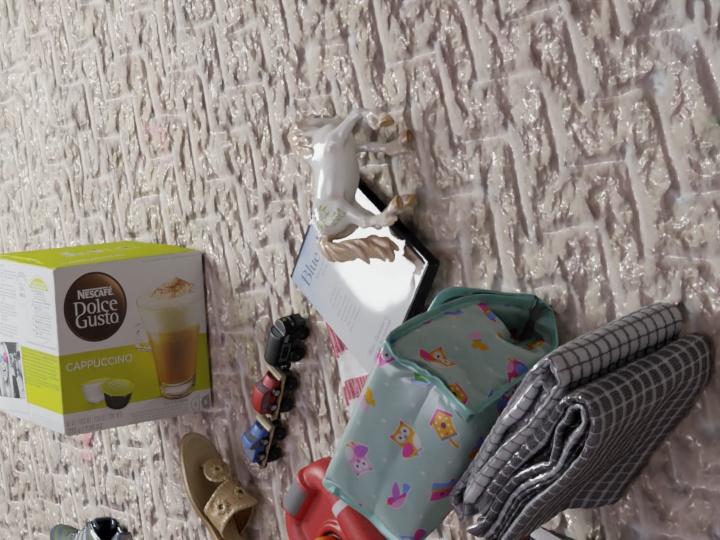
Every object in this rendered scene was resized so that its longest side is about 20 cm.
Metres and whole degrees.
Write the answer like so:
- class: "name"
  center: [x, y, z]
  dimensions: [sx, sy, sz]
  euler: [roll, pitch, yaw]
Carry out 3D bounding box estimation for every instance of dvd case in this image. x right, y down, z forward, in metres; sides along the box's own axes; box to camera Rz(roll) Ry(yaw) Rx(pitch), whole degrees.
- class: "dvd case"
  center: [0.000, 0.000, 1.487]
  dimensions: [0.200, 0.017, 0.144]
  euler: [49, 127, 45]

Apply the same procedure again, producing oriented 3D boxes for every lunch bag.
- class: "lunch bag"
  center: [0.078, 0.113, 1.278]
  dimensions: [0.121, 0.199, 0.172]
  euler: [35, 125, 19]

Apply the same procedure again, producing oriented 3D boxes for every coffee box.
- class: "coffee box"
  center: [-0.319, 0.074, 1.822]
  dimensions: [0.199, 0.198, 0.201]
  euler: [8, 102, 54]

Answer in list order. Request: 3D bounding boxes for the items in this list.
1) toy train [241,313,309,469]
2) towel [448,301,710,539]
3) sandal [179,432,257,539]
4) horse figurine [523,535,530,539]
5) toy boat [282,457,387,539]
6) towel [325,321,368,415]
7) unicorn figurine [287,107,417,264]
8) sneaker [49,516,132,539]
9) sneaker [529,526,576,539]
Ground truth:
- class: "toy train"
  center: [-0.097, 0.137, 1.653]
  dimensions: [0.034, 0.045, 0.202]
  euler: [42, 129, 42]
- class: "towel"
  center: [0.172, 0.129, 1.170]
  dimensions: [0.086, 0.165, 0.201]
  euler: [47, 135, 21]
- class: "sandal"
  center: [-0.145, 0.286, 1.746]
  dimensions: [0.069, 0.077, 0.214]
  euler: [-15, 90, 34]
- class: "horse figurine"
  center: [0.133, 0.335, 1.322]
  dimensions: [0.202, 0.131, 0.050]
  euler: [67, 164, 7]
- class: "toy boat"
  center: [-0.038, 0.296, 1.527]
  dimensions: [0.201, 0.130, 0.131]
  euler: [57, 138, 31]
- class: "towel"
  center: [0.023, 0.099, 1.498]
  dimensions: [0.144, 0.023, 0.203]
  euler: [-24, 76, 53]
- class: "unicorn figurine"
  center: [-0.014, -0.101, 1.449]
  dimensions: [0.136, 0.074, 0.202]
  euler: [-11, 57, 30]
- class: "sneaker"
  center: [-0.365, 0.376, 2.068]
  dimensions: [0.199, 0.073, 0.082]
  euler: [10, 98, 46]
- class: "sneaker"
  center: [0.195, 0.284, 1.226]
  dimensions: [0.081, 0.076, 0.200]
  euler: [-62, 29, 0]
